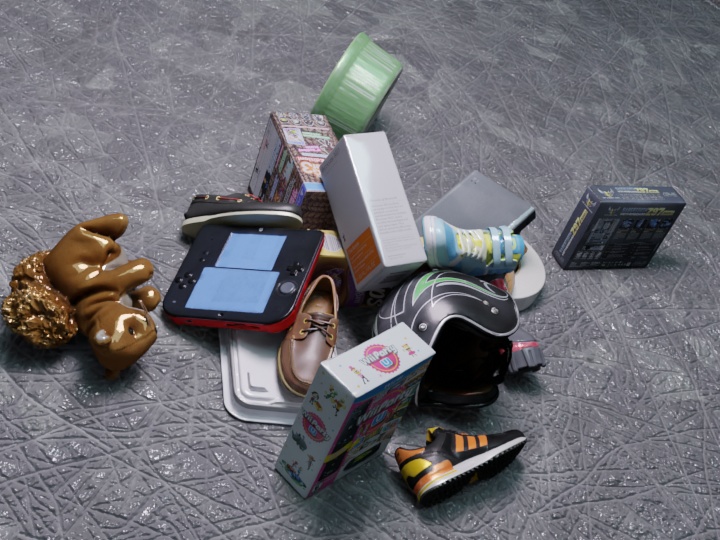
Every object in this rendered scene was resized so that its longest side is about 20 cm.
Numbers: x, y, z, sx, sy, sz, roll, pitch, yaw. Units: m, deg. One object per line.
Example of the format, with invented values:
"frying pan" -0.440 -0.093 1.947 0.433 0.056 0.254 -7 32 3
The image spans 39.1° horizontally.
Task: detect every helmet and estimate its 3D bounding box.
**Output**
"helmet" 0.109 0.094 1.411 0.190 0.200 0.200 4 41 -8

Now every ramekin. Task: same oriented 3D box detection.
"ramekin" -0.007 -0.318 1.834 0.098 0.200 0.200 31 38 -1

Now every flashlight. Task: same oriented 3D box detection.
"flashlight" 0.221 0.059 1.538 0.068 0.068 0.200 -10 74 -13

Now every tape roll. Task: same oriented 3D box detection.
"tape roll" 0.213 -0.012 1.704 0.202 0.037 0.203 13 39 -11

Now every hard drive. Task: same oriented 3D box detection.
"hard drive" 0.166 -0.066 1.652 0.200 0.033 0.140 -41 55 -17

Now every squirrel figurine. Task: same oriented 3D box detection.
"squirrel figurine" -0.354 0.051 1.302 0.200 0.142 0.187 -12 59 -17

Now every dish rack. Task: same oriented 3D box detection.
"dish rack" -0.103 0.121 1.388 0.171 0.044 0.200 8 41 -19

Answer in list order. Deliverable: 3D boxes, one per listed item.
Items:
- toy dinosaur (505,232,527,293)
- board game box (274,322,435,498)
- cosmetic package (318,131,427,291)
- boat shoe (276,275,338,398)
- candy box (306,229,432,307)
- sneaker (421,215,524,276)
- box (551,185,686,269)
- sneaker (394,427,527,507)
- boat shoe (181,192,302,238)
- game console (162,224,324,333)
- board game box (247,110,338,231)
"toy dinosaur" 0.226 -0.024 1.665 0.106 0.060 0.200 -29 52 -11
"board game box" -0.008 0.172 1.245 0.147 0.200 0.064 -24 57 -42
"cosmetic package" 0.015 -0.082 1.427 0.071 0.101 0.200 -8 71 -27
"boat shoe" -0.066 0.084 1.360 0.072 0.068 0.200 17 39 -8
"candy box" 0.000 0.000 1.517 0.200 0.117 0.057 1 50 -24
"sneaker" 0.164 -0.039 1.451 0.130 0.200 0.080 -8 79 16
"box" 0.459 -0.076 1.802 0.200 0.158 0.051 -2 45 -27
"sneaker" 0.134 0.235 1.346 0.200 0.070 0.090 -17 56 -37
"boat shoe" -0.174 -0.087 1.502 0.201 0.074 0.063 -1 62 28
"game console" -0.163 0.005 1.410 0.200 0.031 0.177 4 54 20
"board game box" -0.090 -0.125 1.589 0.097 0.160 0.200 0 44 -26
